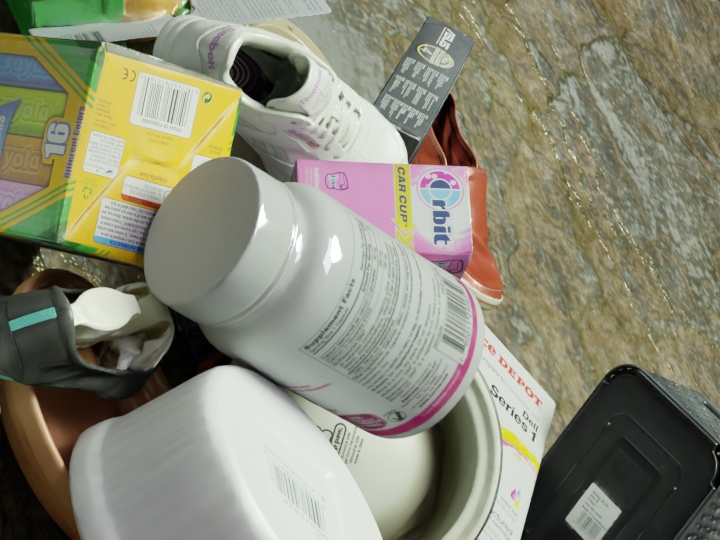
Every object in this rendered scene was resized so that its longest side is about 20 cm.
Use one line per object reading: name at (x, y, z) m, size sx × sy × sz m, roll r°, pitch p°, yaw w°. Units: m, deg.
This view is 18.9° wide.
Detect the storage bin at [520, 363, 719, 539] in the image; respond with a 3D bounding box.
storage bin at (0.201, 0.187, 1.615) m, size 0.094 × 0.200 × 0.135 m, roll 23°, pitch 17°, yaw -48°

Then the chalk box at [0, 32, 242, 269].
chalk box at (-0.193, -0.075, 1.341) m, size 0.124 × 0.200 × 0.124 m, roll 14°, pitch 87°, yaw -47°

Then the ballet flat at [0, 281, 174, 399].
ballet flat at (-0.149, 0.039, 1.257) m, size 0.068 × 0.068 × 0.200 m, roll 67°, pitch 16°, yaw 7°

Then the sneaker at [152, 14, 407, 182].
sneaker at (-0.039, -0.098, 1.397) m, size 0.200 × 0.100 × 0.075 m, roll 27°, pitch 79°, yaw -34°

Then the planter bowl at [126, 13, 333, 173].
planter bowl at (-0.094, -0.101, 1.523) m, size 0.200 × 0.135 × 0.200 m, roll 34°, pitch 40°, yaw -34°

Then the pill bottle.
pill bottle at (-0.027, 0.016, 1.303) m, size 0.200 × 0.113 × 0.114 m, roll 32°, pitch 41°, yaw -40°

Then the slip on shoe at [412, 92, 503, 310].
slip on shoe at (0.077, -0.062, 1.804) m, size 0.074 × 0.061 × 0.200 m, roll 6°, pitch 61°, yaw -55°

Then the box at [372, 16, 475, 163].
box at (0.014, -0.084, 1.622) m, size 0.049 × 0.161 × 0.200 m, roll 27°, pitch 30°, yaw 0°

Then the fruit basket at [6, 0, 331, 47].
fruit basket at (-0.144, -0.201, 1.484) m, size 0.200 × 0.094 × 0.185 m, roll -7°, pitch 38°, yaw -22°

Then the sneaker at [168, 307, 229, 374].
sneaker at (-0.101, 0.012, 1.420) m, size 0.075 × 0.200 × 0.078 m, roll -31°, pitch 69°, yaw -19°

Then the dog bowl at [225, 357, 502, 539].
dog bowl at (-0.011, 0.120, 1.429) m, size 0.200 × 0.074 × 0.200 m, roll 2°, pitch 81°, yaw -14°

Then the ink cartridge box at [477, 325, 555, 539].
ink cartridge box at (0.056, 0.125, 1.596) m, size 0.145 × 0.084 × 0.200 m, roll 48°, pitch 33°, yaw -18°

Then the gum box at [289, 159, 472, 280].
gum box at (0.000, 0.000, 1.469) m, size 0.113 × 0.200 × 0.066 m, roll 2°, pitch 65°, yaw -9°

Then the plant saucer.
plant saucer at (-0.162, 0.096, 1.320) m, size 0.200 × 0.037 × 0.200 m, roll 56°, pitch 18°, yaw -29°

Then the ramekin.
ramekin at (-0.068, 0.152, 1.250) m, size 0.201 × 0.098 × 0.201 m, roll 51°, pitch 16°, yaw -20°
